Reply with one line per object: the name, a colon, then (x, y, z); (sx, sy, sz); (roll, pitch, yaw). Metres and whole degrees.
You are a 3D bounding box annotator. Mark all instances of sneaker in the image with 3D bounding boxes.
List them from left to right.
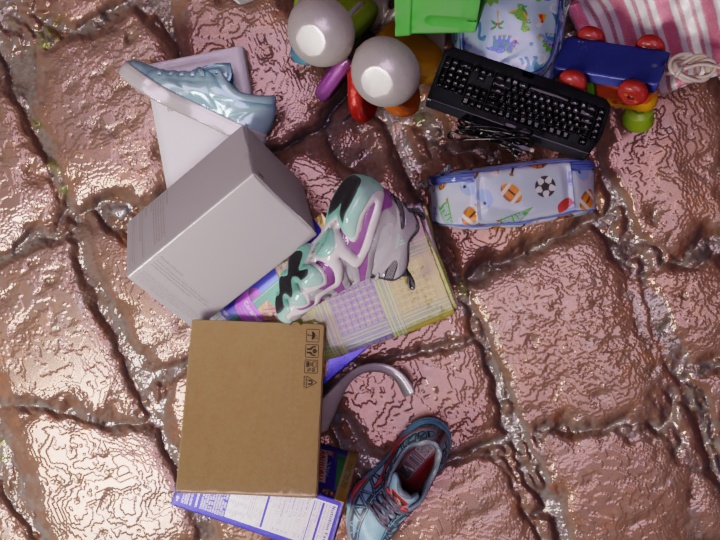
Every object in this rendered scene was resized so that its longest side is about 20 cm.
sneaker: (-0.196, -0.227, 1.129); (0.198, 0.074, 0.083); (24, 94, -9)
sneaker: (0.000, 0.000, 1.051); (0.139, 0.078, 0.201); (25, 117, -27)
sneaker: (0.041, 0.277, 1.157); (0.079, 0.096, 0.201); (32, 95, 2)

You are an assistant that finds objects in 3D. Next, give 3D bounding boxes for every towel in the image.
towel: (0.010, 0.017, 1.106); (0.198, 0.023, 0.145); (-22, 93, 2)
towel: (0.342, -0.278, 1.062); (0.030, 0.199, 0.148); (-29, 101, -36)

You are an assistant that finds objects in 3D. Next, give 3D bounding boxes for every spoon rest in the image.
spoon rest: (-0.033, 0.167, 1.157); (0.198, 0.099, 0.061); (-20, 83, -15)

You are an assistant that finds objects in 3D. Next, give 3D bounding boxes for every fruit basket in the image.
fruit basket: (0.057, -0.370, 1.003); (0.213, 0.156, 0.218); (0, 70, 1)

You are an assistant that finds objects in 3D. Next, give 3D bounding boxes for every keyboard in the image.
keyboard: (0.173, -0.179, 1.012); (0.198, 0.040, 0.105); (19, 82, 7)

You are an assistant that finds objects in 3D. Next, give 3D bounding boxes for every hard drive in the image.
hard drive: (-0.196, -0.176, 1.177); (0.130, 0.026, 0.202); (-10, 93, 5)

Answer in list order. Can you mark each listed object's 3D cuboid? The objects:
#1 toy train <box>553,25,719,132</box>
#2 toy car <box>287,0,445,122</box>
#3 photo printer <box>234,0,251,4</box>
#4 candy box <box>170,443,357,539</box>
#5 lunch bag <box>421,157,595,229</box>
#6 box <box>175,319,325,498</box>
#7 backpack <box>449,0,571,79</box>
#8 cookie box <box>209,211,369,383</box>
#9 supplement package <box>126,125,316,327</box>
toy train: (0.328, -0.204, 1.055); (0.198, 0.116, 0.085); (16, 65, 25)
toy car: (-0.002, -0.261, 1.109); (0.199, 0.175, 0.150); (32, 132, 1)
photo printer: (-0.119, -0.443, 1.132); (0.199, 0.069, 0.167); (-30, 91, 5)
candy box: (-0.112, 0.259, 1.130); (0.198, 0.169, 0.078); (18, 98, 2)
lunch bag: (0.173, -0.093, 1.094); (0.198, 0.160, 0.077); (-4, 96, -2)
box: (-0.125, 0.158, 1.058); (0.161, 0.021, 0.202); (2, 72, 0)
backpack: (0.176, -0.301, 1.096); (0.161, 0.154, 0.202); (3, 105, 0)
cookie box: (-0.068, 0.053, 1.159); (0.200, 0.075, 0.172); (-40, 91, 4)
supplement package: (-0.171, -0.051, 1.104); (0.199, 0.122, 0.120); (-37, 126, 14)
